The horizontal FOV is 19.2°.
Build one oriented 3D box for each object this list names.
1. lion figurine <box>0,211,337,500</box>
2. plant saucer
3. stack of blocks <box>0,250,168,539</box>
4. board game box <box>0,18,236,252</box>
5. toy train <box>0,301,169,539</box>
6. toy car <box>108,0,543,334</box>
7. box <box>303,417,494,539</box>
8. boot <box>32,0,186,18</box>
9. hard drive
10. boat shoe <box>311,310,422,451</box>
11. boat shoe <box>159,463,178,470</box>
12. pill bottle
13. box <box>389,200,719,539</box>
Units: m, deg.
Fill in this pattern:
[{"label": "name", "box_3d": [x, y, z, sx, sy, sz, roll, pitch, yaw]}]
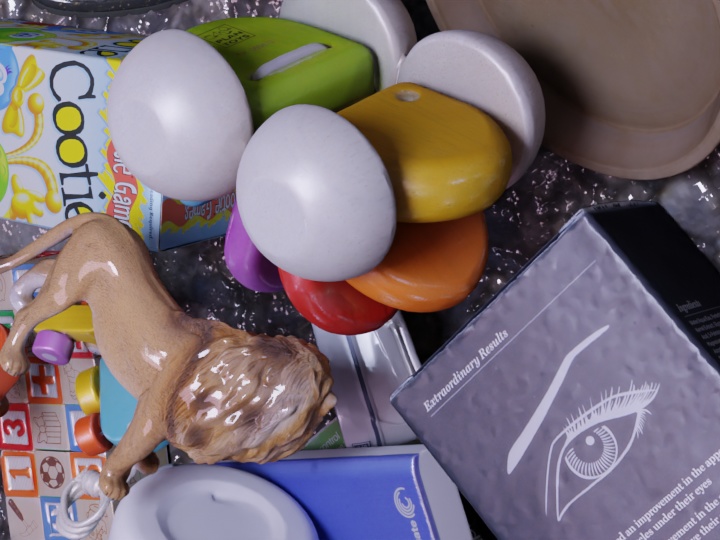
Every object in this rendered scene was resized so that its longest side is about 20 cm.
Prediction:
[{"label": "lion figurine", "box_3d": [-0.110, 0.031, 1.070, 0.200, 0.072, 0.123, 46, 115, 9]}, {"label": "plant saucer", "box_3d": [0.107, -0.134, 1.031, 0.200, 0.029, 0.200, 34, 148, 26]}, {"label": "stack of blocks", "box_3d": [-0.182, 0.090, 1.300, 0.115, 0.059, 0.201, -2, 98, 34]}, {"label": "board game box", "box_3d": [-0.160, -0.083, 1.225, 0.200, 0.105, 0.103, 11, 105, 31]}, {"label": "toy train", "box_3d": [-0.161, 0.072, 1.193, 0.150, 0.056, 0.200, -52, 47, -4]}, {"label": "toy car", "box_3d": [-0.018, -0.048, 1.057, 0.200, 0.175, 0.150, 30, 131, 30]}, {"label": "box", "box_3d": [0.018, 0.185, 1.199, 0.144, 0.036, 0.200, -41, 77, 33]}, {"label": "boot", "box_3d": [-0.077, -0.205, 1.017, 0.199, 0.068, 0.131, -17, 130, -1]}, {"label": "hard drive", "box_3d": [-0.011, 0.161, 1.144, 0.200, 0.025, 0.132, -9, 101, 50]}, {"label": "boat shoe", "box_3d": [0.000, 0.000, 1.161, 0.065, 0.074, 0.201, -14, 80, 0]}, {"label": "boat shoe", "box_3d": [-0.114, 0.218, 1.247, 0.091, 0.071, 0.201, -17, 96, 5]}, {"label": "pill bottle", "box_3d": [-0.093, 0.211, 1.143, 0.111, 0.111, 0.200, 32, 125, 25]}, {"label": "box", "box_3d": [0.139, 0.086, 1.044, 0.148, 0.104, 0.200, -44, 74, 24]}]
